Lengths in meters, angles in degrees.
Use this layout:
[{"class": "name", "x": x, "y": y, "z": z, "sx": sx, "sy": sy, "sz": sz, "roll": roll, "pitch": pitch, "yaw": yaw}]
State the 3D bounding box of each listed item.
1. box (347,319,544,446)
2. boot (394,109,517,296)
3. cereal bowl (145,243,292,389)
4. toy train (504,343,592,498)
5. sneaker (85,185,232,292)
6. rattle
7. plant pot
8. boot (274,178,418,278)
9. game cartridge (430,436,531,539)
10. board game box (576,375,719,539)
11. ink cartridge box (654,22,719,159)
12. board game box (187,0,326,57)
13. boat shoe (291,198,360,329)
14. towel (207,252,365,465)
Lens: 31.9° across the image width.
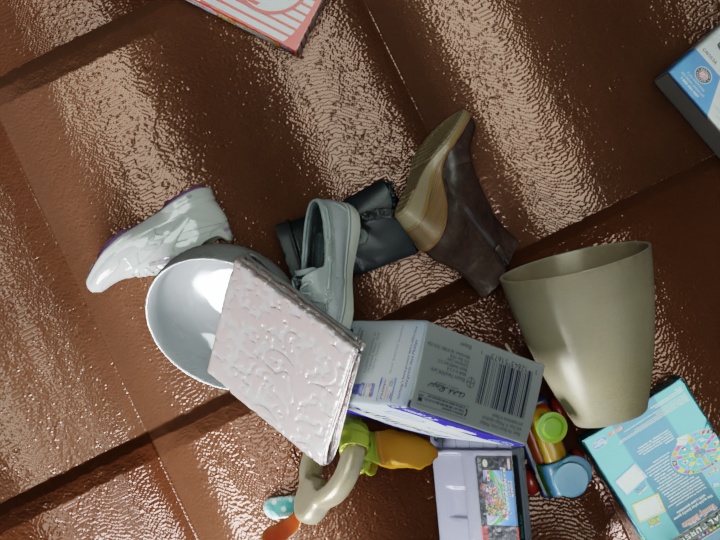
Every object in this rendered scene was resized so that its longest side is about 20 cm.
[{"class": "box", "x": 0.077, "y": 0.132, "z": 1.489, "sx": 0.184, "sy": 0.200, "sz": 0.105, "roll": 21, "pitch": 77, "yaw": -31}, {"class": "boot", "x": 0.136, "y": -0.086, "z": 1.600, "sx": 0.166, "sy": 0.072, "sz": 0.200, "roll": 39, "pitch": 60, "yaw": -22}, {"class": "cereal bowl", "x": -0.160, "y": 0.047, "z": 1.568, "sx": 0.200, "sy": 0.083, "sz": 0.200, "roll": 8, "pitch": 124, "yaw": 12}, {"class": "toy train", "x": 0.223, "y": 0.186, "z": 1.561, "sx": 0.085, "sy": 0.116, "sz": 0.200, "roll": -21, "pitch": 89, "yaw": -6}, {"class": "sneaker", "x": -0.254, "y": -0.021, "z": 1.595, "sx": 0.200, "sy": 0.075, "sz": 0.100, "roll": -34, "pitch": 88, "yaw": 0}, {"class": "rattle", "x": -0.020, "y": 0.275, "z": 1.596, "sx": 0.143, "sy": 0.130, "sz": 0.200, "roll": 15, "pitch": 106, "yaw": -42}, {"class": "plant pot", "x": 0.285, "y": 0.084, "z": 1.543, "sx": 0.187, "sy": 0.187, "sz": 0.200, "roll": -15, "pitch": 96, "yaw": 0}, {"class": "boot", "x": 0.000, "y": 0.000, "z": 1.590, "sx": 0.168, "sy": 0.076, "sz": 0.200, "roll": -21, "pitch": 82, "yaw": 4}, {"class": "game cartridge", "x": 0.150, "y": 0.288, "z": 1.570, "sx": 0.130, "sy": 0.038, "sz": 0.200, "roll": -7, "pitch": 88, "yaw": 44}, {"class": "board game box", "x": 0.392, "y": 0.258, "z": 1.595, "sx": 0.151, "sy": 0.047, "sz": 0.200, "roll": -32, "pitch": 89, "yaw": 0}, {"class": "ink cartridge box", "x": 0.498, "y": -0.255, "z": 1.586, "sx": 0.200, "sy": 0.084, "sz": 0.145, "roll": -41, "pitch": 88, "yaw": 0}, {"class": "board game box", "x": -0.135, "y": -0.387, "z": 1.616, "sx": 0.200, "sy": 0.046, "sz": 0.152, "roll": 26, "pitch": 89, "yaw": 1}, {"class": "boat shoe", "x": -0.051, "y": 0.010, "z": 1.510, "sx": 0.071, "sy": 0.070, "sz": 0.201, "roll": 16, "pitch": 73, "yaw": -34}, {"class": "towel", "x": -0.089, "y": 0.104, "z": 1.469, "sx": 0.200, "sy": 0.032, "sz": 0.191, "roll": 36, "pitch": 129, "yaw": 25}]
